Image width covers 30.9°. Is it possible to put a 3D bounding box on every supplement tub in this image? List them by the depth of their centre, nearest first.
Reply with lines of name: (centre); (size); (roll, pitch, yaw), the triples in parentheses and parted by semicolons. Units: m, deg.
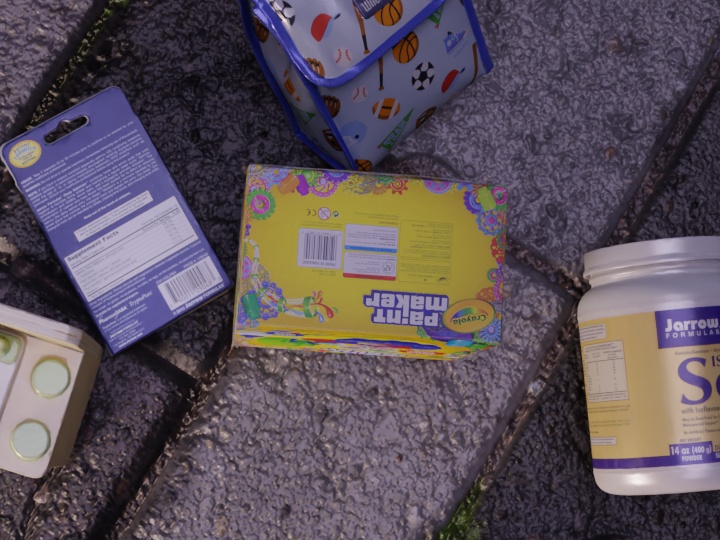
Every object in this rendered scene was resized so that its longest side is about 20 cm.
supplement tub: (0.258, 0.080, 1.095); (0.143, 0.145, 0.203); (-4, 84, -8)

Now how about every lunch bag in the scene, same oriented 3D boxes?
lunch bag: (0.002, -0.200, 1.062); (0.170, 0.201, 0.124); (-40, 48, -13)

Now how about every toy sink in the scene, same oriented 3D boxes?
toy sink: (-0.281, 0.087, 1.000); (0.129, 0.200, 0.113); (17, 81, -5)

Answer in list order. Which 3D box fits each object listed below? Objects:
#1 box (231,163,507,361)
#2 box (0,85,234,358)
box: (0.000, 0.000, 1.050); (0.197, 0.193, 0.124); (4, 82, -6)
box: (-0.208, -0.043, 1.110); (0.120, 0.032, 0.202); (-29, 89, -10)
